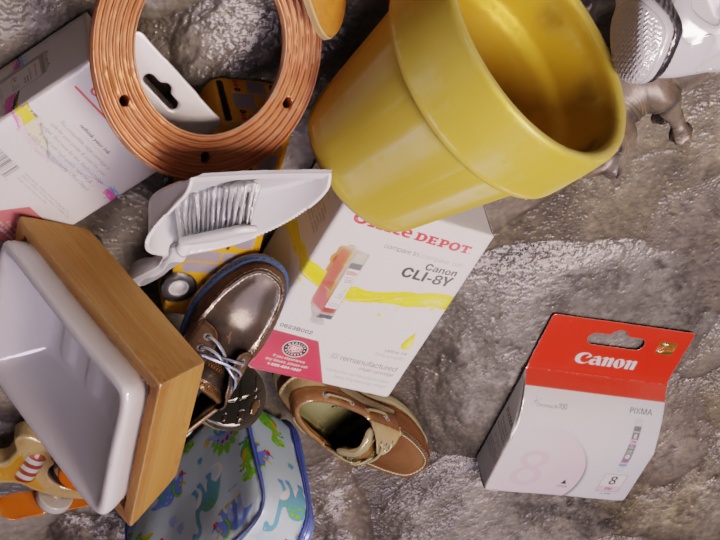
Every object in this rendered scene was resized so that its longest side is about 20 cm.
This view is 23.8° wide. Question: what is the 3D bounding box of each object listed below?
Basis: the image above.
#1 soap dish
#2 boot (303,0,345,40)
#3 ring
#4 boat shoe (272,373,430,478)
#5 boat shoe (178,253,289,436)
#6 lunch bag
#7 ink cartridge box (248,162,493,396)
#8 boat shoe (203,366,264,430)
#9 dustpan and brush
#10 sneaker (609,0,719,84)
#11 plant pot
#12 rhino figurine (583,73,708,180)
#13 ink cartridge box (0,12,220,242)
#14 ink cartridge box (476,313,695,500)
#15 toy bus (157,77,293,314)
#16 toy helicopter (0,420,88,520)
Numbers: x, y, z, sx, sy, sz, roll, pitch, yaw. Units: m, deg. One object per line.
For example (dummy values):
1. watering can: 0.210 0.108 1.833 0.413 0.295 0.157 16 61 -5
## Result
1. soap dish: -0.205 0.073 1.317 0.081 0.200 0.158 -19 141 -36
2. boot: 0.019 -0.264 1.226 0.143 0.071 0.202 -7 125 5
3. ring: -0.113 -0.166 1.257 0.200 0.019 0.202 -10 106 -37
4. boat shoe: -0.008 0.148 1.592 0.076 0.074 0.200 -38 129 19
5. boat shoe: -0.122 0.078 1.387 0.072 0.072 0.200 32 102 -20
6. lunch bag: -0.133 0.235 1.577 0.082 0.161 0.200 29 118 -33
7. ink cartridge box: 0.000 0.000 1.456 0.145 0.084 0.200 14 126 -26
8. boat shoe: -0.181 0.083 1.476 0.199 0.074 0.076 29 78 -13
9. dustpan and brush: -0.128 -0.029 1.311 0.139 0.058 0.200 -5 174 -43
10. sneaker: 0.258 -0.238 1.290 0.114 0.075 0.201 3 102 -18
11. plant pot: 0.067 -0.128 1.299 0.200 0.202 0.189 30 133 -34
12. rhino figurine: 0.236 -0.146 1.364 0.200 0.060 0.088 -45 129 -12
13. ink cartridge box: -0.219 -0.112 1.308 0.199 0.068 0.117 -30 131 14
14. ink cartridge box: 0.222 0.139 1.665 0.162 0.057 0.200 8 133 -21
15. toy bus: -0.116 -0.057 1.388 0.078 0.065 0.201 3 130 -19
16. toy helicopter: -0.308 0.182 1.559 0.199 0.079 0.133 -2 141 1
